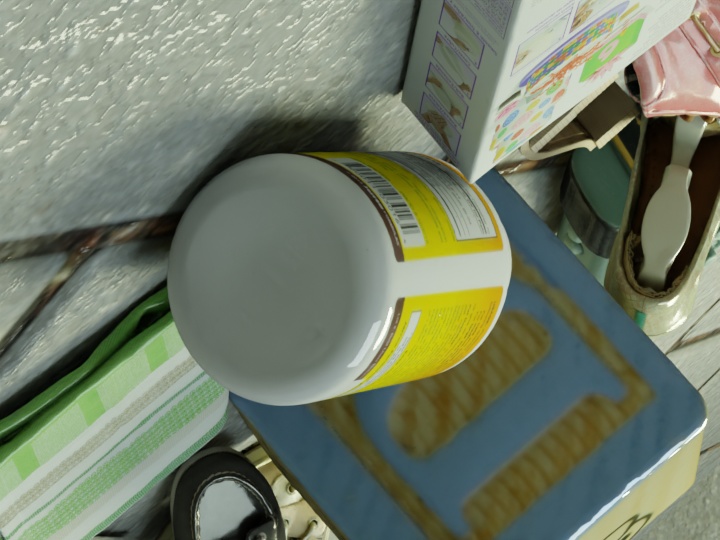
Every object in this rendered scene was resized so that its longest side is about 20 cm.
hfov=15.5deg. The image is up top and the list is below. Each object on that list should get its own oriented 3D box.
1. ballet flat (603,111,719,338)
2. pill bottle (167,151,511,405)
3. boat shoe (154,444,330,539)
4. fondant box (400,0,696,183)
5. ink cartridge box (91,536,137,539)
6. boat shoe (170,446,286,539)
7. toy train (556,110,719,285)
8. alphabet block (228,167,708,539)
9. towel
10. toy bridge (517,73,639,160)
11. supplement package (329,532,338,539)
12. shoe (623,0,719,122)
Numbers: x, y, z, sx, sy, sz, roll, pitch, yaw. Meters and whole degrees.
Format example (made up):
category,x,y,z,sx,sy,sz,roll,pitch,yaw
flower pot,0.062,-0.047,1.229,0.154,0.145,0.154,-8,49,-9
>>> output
category,x,y,z,sx,sy,sz,roll,pitch,yaw
ballet flat,0.181,-0.059,1.453,0.062,0.067,0.201,80,22,-71
pill bottle,0.000,0.000,1.219,0.109,0.109,0.200,-46,165,19
boat shoe,-0.043,0.142,1.619,0.200,0.065,0.072,-28,161,-36
fondant box,0.096,-0.137,1.173,0.144,0.058,0.200,-37,165,-17
ink cartridge box,-0.193,0.241,1.481,0.200,0.083,0.147,-42,167,5
boat shoe,-0.065,0.188,1.556,0.067,0.057,0.201,-22,133,-16
toy train,0.174,-0.042,1.638,0.114,0.086,0.200,-26,165,-11
alphabet block,0.061,0.087,1.469,0.195,0.197,0.200,-38,166,-6
towel,-0.127,0.078,1.297,0.149,0.031,0.200,-40,164,-15
toy bridge,0.104,-0.090,1.395,0.067,0.027,0.200,-42,166,4
supplement package,-0.025,0.262,1.751,0.155,0.200,0.111,-28,162,-44
shoe,0.183,-0.107,1.387,0.091,0.072,0.200,-26,146,5
